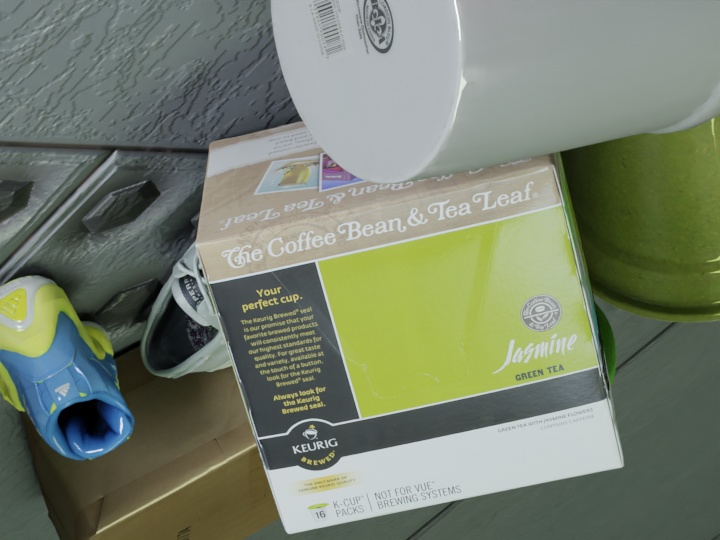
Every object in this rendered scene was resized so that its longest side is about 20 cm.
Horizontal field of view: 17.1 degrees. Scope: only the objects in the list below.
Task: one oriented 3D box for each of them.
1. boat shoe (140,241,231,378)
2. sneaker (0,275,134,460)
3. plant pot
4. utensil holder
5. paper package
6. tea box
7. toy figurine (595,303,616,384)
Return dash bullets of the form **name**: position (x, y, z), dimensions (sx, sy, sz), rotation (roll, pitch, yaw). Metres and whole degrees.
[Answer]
- **boat shoe**: position (-0.083, 0.012, 1.481), dimensions (0.071, 0.070, 0.201), rotation (-21, 161, -35)
- **sneaker**: position (-0.178, 0.080, 1.452), dimensions (0.075, 0.105, 0.200), rotation (-30, 160, -1)
- **plant pot**: position (0.199, -0.102, 1.467), dimensions (0.200, 0.201, 0.185), rotation (-28, 144, -7)
- **utensil holder**: position (0.079, -0.138, 1.209), dimensions (0.199, 0.171, 0.170), rotation (-15, 155, -35)
- **paper package**: position (-0.125, 0.127, 1.652), dimensions (0.190, 0.104, 0.200), rotation (-28, 160, -13)
- **tea box**: position (0.030, 0.017, 1.348), dimensions (0.199, 0.134, 0.198), rotation (-11, 118, 6)
- **toy figurine**: position (0.033, 0.037, 1.512), dimensions (0.199, 0.151, 0.184), rotation (-26, 135, 20)
